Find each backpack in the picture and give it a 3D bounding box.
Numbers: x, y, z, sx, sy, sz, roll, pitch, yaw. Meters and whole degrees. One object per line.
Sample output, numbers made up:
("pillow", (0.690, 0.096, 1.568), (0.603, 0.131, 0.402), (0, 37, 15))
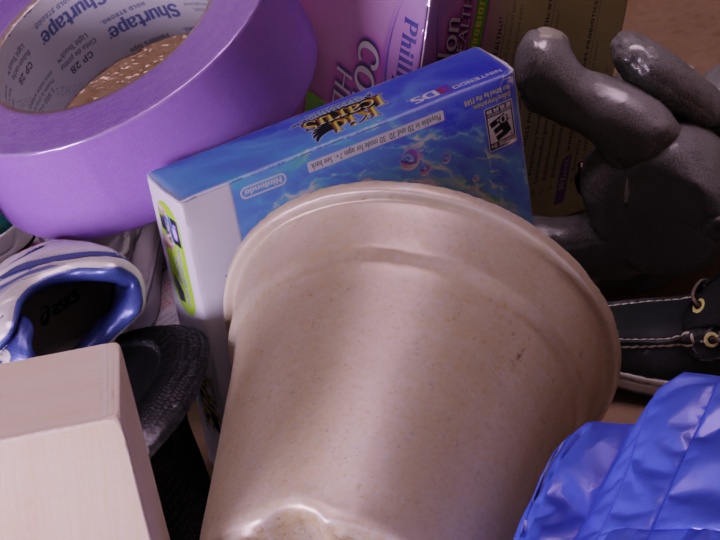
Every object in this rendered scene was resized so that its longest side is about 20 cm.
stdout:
("backpack", (0.132, 0.164, 0.941), (0.168, 0.163, 0.200), (-3, 42, 32))

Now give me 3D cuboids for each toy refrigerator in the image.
("toy refrigerator", (-0.120, 0.135, 1.023), (0.076, 0.200, 0.070), (-11, 29, 0))

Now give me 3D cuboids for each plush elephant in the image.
("plush elephant", (0.185, -0.076, 1.338), (0.200, 0.165, 0.155), (13, 35, 18))

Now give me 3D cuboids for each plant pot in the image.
("plant pot", (0.008, 0.092, 1.092), (0.200, 0.201, 0.184), (0, 42, 18))

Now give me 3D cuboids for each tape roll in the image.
("tape roll", (-0.126, -0.109, 1.264), (0.200, 0.066, 0.200), (-19, 38, 15))

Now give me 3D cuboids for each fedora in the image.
("fedora", (-0.130, 0.113, 1.157), (0.200, 0.092, 0.201), (-31, 17, 10))

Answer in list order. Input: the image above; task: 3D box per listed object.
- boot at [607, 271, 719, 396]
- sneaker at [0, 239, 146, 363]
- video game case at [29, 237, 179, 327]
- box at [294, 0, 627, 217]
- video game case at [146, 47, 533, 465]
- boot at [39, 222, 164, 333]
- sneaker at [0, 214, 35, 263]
("boot", (0.204, -0.013, 1.222), (0.203, 0.154, 0.074), (0, 31, 17))
("sneaker", (-0.194, 0.048, 1.160), (0.200, 0.075, 0.088), (-41, 19, -21))
("video game case", (-0.148, 0.018, 1.360), (0.200, 0.024, 0.182), (-35, 37, -28))
("box", (0.055, -0.111, 1.366), (0.097, 0.176, 0.200), (25, 29, 33))
("video game case", (0.000, 0.000, 1.240), (0.200, 0.181, 0.045), (-22, 34, -20))
("boot", (-0.151, -0.047, 1.348), (0.073, 0.096, 0.200), (-15, 31, 2))
("sneaker", (-0.304, -0.023, 1.370), (0.200, 0.121, 0.084), (-29, 17, -13))
